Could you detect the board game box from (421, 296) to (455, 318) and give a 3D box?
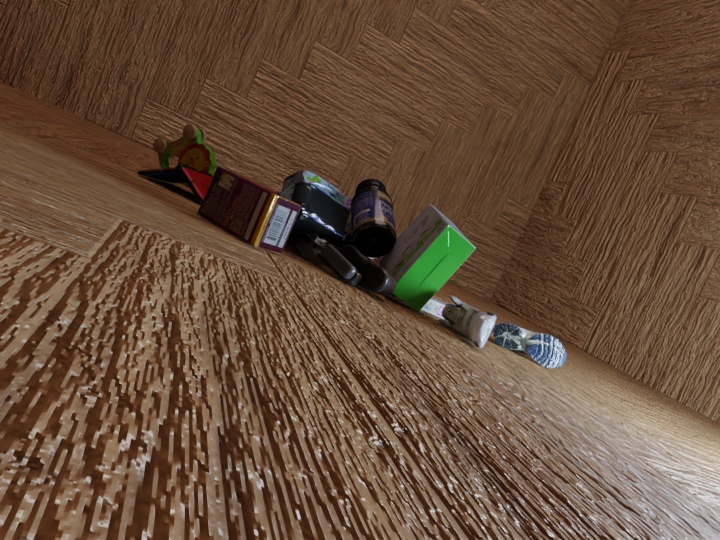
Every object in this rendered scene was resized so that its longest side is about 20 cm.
[{"bbox_3d":[0.200,0.093,1.329,0.198,0.035,0.134,23,6,-21],"label":"board game box"}]

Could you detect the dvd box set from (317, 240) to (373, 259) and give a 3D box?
[{"bbox_3d":[-0.069,-0.068,1.419,0.145,0.030,0.199,17,-5,-33],"label":"dvd box set"}]

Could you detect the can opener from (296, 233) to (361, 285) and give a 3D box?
[{"bbox_3d":[-0.071,-0.023,1.146,0.200,0.067,0.053,37,-7,43],"label":"can opener"}]

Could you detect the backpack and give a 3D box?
[{"bbox_3d":[-0.141,-0.144,1.266,0.182,0.149,0.199,28,-27,-38],"label":"backpack"}]

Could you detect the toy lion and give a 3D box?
[{"bbox_3d":[-0.560,-0.356,1.647,0.198,0.194,0.069,-16,-9,18],"label":"toy lion"}]

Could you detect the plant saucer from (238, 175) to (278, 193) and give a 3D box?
[{"bbox_3d":[-0.274,-0.187,1.440,0.198,0.037,0.200,26,-21,-4],"label":"plant saucer"}]

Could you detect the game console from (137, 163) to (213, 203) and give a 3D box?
[{"bbox_3d":[-0.468,-0.215,1.382,0.173,0.118,0.200,56,7,2],"label":"game console"}]

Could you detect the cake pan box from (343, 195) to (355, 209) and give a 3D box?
[{"bbox_3d":[-0.043,-0.146,1.495,0.198,0.053,0.184,10,-26,40],"label":"cake pan box"}]

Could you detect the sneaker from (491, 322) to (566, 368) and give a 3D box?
[{"bbox_3d":[0.423,0.181,1.292,0.198,0.078,0.085,25,1,0],"label":"sneaker"}]

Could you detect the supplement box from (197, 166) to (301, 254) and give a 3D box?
[{"bbox_3d":[-0.234,-0.127,1.064,0.199,0.112,0.085,28,6,34],"label":"supplement box"}]

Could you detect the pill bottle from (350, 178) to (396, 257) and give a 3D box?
[{"bbox_3d":[0.030,-0.139,1.297,0.111,0.112,0.202,22,41,-24],"label":"pill bottle"}]

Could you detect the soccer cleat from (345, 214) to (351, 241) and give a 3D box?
[{"bbox_3d":[-0.040,-0.131,1.369,0.197,0.088,0.070,11,18,4],"label":"soccer cleat"}]

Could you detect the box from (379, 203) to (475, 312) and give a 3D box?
[{"bbox_3d":[0.148,-0.036,1.210,0.096,0.200,0.177,36,13,-19],"label":"box"}]

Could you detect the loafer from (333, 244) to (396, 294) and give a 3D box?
[{"bbox_3d":[0.007,0.008,1.151,0.071,0.073,0.200,34,2,-43],"label":"loafer"}]

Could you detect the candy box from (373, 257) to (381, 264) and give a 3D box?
[{"bbox_3d":[0.053,-0.052,1.533,0.200,0.116,0.057,37,-24,52],"label":"candy box"}]

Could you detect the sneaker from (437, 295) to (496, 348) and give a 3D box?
[{"bbox_3d":[0.224,0.108,1.091,0.114,0.076,0.200,26,0,17],"label":"sneaker"}]
